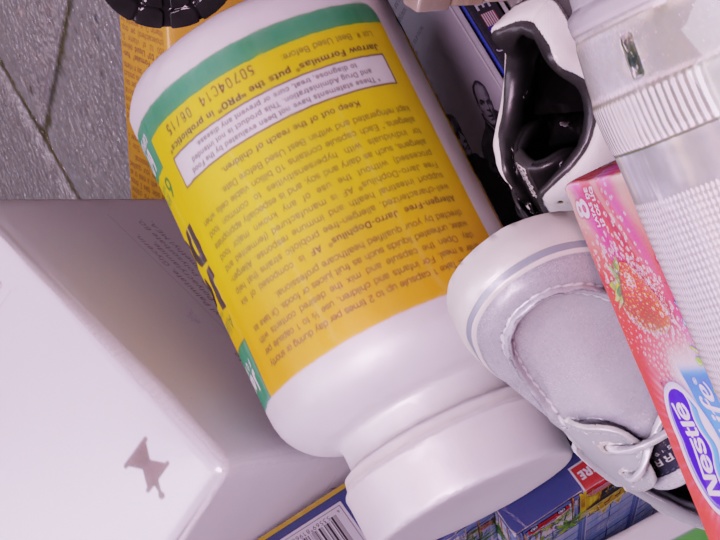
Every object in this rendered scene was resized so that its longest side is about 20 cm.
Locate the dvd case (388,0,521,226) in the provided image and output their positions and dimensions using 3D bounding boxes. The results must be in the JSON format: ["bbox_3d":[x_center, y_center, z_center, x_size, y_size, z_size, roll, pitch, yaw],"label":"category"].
[{"bbox_3d":[0.041,-0.062,1.089,0.200,0.025,0.150,60,157,14],"label":"dvd case"}]

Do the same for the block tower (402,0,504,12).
[{"bbox_3d":[-0.009,-0.165,1.014,0.200,0.054,0.058,36,124,41],"label":"block tower"}]

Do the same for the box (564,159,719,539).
[{"bbox_3d":[0.162,0.039,0.823,0.200,0.103,0.095,66,159,-6],"label":"box"}]

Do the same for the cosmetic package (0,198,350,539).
[{"bbox_3d":[-0.093,0.081,1.077,0.165,0.200,0.165,44,112,24],"label":"cosmetic package"}]

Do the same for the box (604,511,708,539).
[{"bbox_3d":[0.114,0.236,1.035,0.199,0.171,0.200,55,156,23],"label":"box"}]

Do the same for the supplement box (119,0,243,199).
[{"bbox_3d":[-0.073,-0.111,1.184,0.069,0.066,0.200,23,119,59],"label":"supplement box"}]

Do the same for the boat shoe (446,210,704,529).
[{"bbox_3d":[0.105,0.043,0.897,0.201,0.070,0.072,34,-161,-49],"label":"boat shoe"}]

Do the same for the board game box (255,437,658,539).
[{"bbox_3d":[0.056,0.124,1.079,0.062,0.200,0.200,53,169,26],"label":"board game box"}]

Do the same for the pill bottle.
[{"bbox_3d":[0.000,0.000,0.966,0.200,0.113,0.113,64,158,14],"label":"pill bottle"}]

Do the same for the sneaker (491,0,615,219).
[{"bbox_3d":[0.081,-0.027,0.936,0.074,0.080,0.200,21,130,39],"label":"sneaker"}]

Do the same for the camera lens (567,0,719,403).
[{"bbox_3d":[0.156,-0.028,0.687,0.200,0.160,0.160,66,158,-1],"label":"camera lens"}]

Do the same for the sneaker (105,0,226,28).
[{"bbox_3d":[-0.077,-0.201,0.976,0.088,0.076,0.200,-102,19,-62],"label":"sneaker"}]
